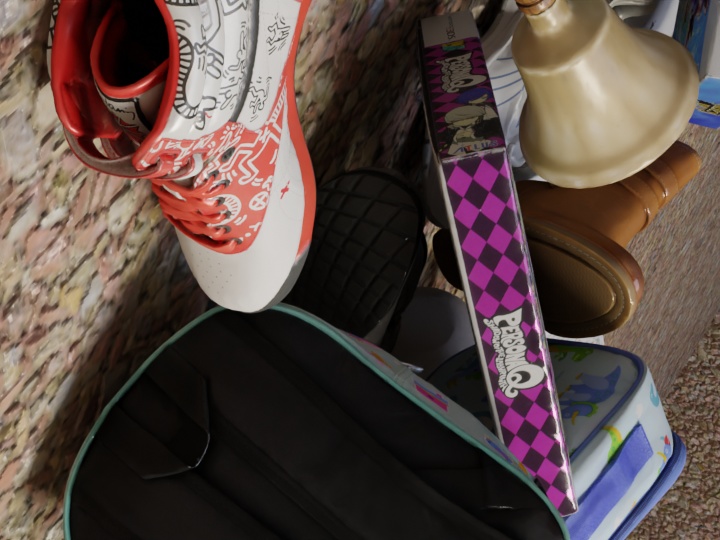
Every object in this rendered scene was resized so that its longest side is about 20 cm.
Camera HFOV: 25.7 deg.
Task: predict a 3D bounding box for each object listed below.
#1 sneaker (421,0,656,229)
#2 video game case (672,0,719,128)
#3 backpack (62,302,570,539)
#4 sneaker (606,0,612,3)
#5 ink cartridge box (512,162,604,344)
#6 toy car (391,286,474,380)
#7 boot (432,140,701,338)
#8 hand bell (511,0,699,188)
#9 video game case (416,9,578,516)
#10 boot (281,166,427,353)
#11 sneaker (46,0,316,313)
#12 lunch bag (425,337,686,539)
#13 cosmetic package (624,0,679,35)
[{"bbox_3d":[0.101,-0.109,0.929,0.201,0.087,0.074,-60,165,-1],"label":"sneaker"},{"bbox_3d":[0.218,-0.184,0.905,0.200,0.045,0.183,10,91,-87],"label":"video game case"},{"bbox_3d":[-0.027,0.113,0.704,0.176,0.199,0.153,-52,-176,0],"label":"backpack"},{"bbox_3d":[0.132,-0.238,0.846,0.202,0.080,0.088,-67,157,2],"label":"sneaker"},{"bbox_3d":[0.131,0.024,1.138,0.162,0.056,0.202,-26,113,-64],"label":"ink cartridge box"},{"bbox_3d":[0.044,0.126,1.021,0.201,0.149,0.176,-53,162,-26],"label":"toy car"},{"bbox_3d":[0.150,-0.027,0.954,0.154,0.077,0.200,-25,-169,-20],"label":"boot"},{"bbox_3d":[0.084,-0.142,0.779,0.105,0.104,0.200,-56,134,-16],"label":"hand bell"},{"bbox_3d":[0.067,-0.007,0.796,0.182,0.035,0.202,-93,170,-63],"label":"video game case"},{"bbox_3d":[0.000,0.000,0.859,0.132,0.070,0.201,-47,169,-49],"label":"boot"},{"bbox_3d":[-0.065,-0.047,0.568,0.108,0.067,0.203,-43,152,-44],"label":"sneaker"},{"bbox_3d":[0.072,0.124,0.865,0.200,0.160,0.083,-43,117,-32],"label":"lunch bag"},{"bbox_3d":[0.172,-0.176,1.059,0.201,0.074,0.102,-61,164,1],"label":"cosmetic package"}]
